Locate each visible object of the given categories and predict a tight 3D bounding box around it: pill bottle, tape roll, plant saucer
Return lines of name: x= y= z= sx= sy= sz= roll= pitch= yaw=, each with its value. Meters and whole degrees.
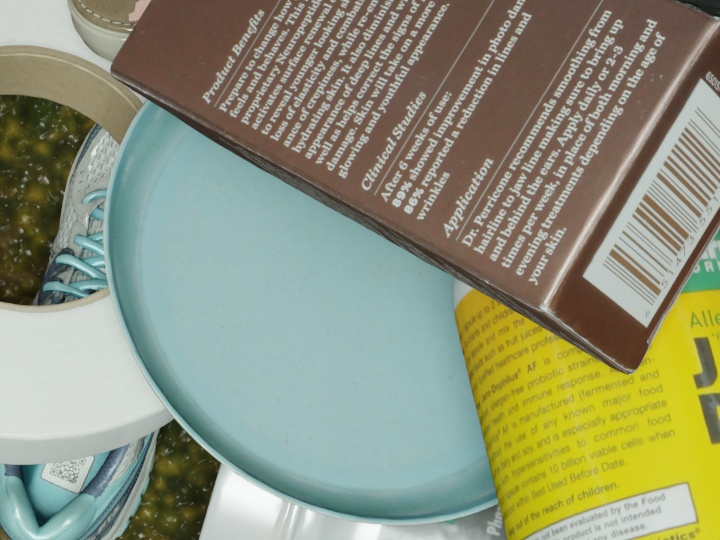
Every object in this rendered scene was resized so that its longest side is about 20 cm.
pill bottle: x=0.094 y=0.036 z=0.660 sx=0.112 sy=0.113 sz=0.200 roll=-12 pitch=71 yaw=0
tape roll: x=-0.125 y=-0.028 z=0.726 sx=0.202 sy=0.037 sz=0.203 roll=6 pitch=67 yaw=-14
pill bottle: x=0.040 y=0.109 z=0.763 sx=0.200 sy=0.113 sz=0.113 roll=17 pitch=91 yaw=-1
plant saucer: x=0.000 y=0.000 z=0.720 sx=0.200 sy=0.027 sz=0.201 roll=8 pitch=65 yaw=-18

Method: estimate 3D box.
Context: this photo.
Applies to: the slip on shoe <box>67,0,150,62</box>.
slip on shoe: x=-0.035 y=-0.160 z=0.733 sx=0.200 sy=0.061 sz=0.076 roll=-40 pitch=60 yaw=-15

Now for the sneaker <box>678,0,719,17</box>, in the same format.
sneaker: x=0.158 y=-0.086 z=0.748 sx=0.076 sy=0.201 sz=0.116 roll=11 pitch=60 yaw=25

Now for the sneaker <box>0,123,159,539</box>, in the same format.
sneaker: x=-0.096 y=0.022 z=0.772 sx=0.077 sy=0.086 sz=0.201 roll=13 pitch=87 yaw=0

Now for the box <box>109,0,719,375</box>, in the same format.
box: x=0.024 y=-0.058 z=0.622 sx=0.200 sy=0.075 sz=0.100 roll=31 pitch=89 yaw=35
